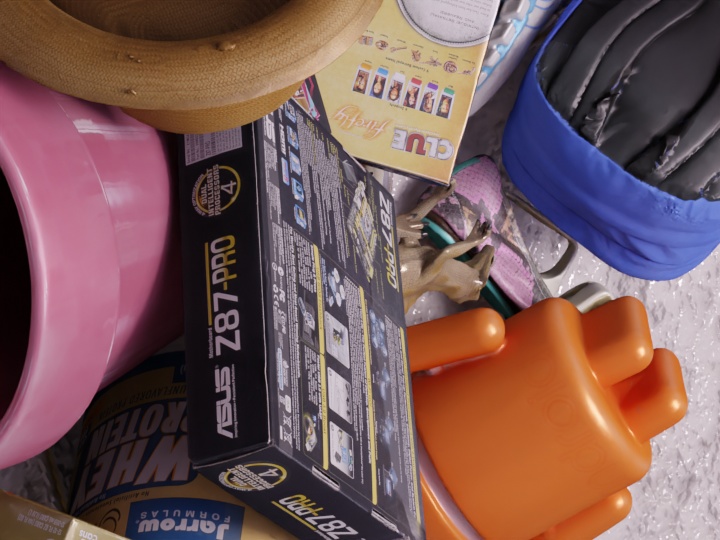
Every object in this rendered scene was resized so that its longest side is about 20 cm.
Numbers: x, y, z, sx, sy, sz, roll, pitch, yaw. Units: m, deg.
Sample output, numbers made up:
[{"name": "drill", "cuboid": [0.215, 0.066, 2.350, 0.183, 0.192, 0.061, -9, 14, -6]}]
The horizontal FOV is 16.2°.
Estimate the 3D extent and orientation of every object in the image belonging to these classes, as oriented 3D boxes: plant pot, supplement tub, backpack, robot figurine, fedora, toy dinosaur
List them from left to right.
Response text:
[{"name": "plant pot", "cuboid": [-0.163, -0.014, 1.183, 0.179, 0.199, 0.201, -15, 106, -54]}, {"name": "fedora", "cuboid": [-0.081, -0.122, 1.141, 0.201, 0.200, 0.082, -43, 148, -27]}, {"name": "supplement tub", "cuboid": [-0.077, 0.144, 1.246, 0.145, 0.144, 0.200, 46, 34, -35]}, {"name": "toy dinosaur", "cuboid": [0.000, 0.000, 1.344, 0.199, 0.058, 0.101, -6, 134, -26]}, {"name": "robot figurine", "cuboid": [0.081, 0.090, 1.408, 0.200, 0.117, 0.144, -30, 149, 14]}, {"name": "backpack", "cuboid": [0.181, -0.089, 1.447, 0.200, 0.162, 0.168, -48, 166, -33]}]

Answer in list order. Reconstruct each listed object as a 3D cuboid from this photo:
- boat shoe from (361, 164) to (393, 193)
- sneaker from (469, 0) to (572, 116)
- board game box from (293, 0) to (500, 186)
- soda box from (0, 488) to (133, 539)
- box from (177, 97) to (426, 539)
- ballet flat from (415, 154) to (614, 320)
[{"name": "boat shoe", "cuboid": [-0.034, -0.115, 1.339, 0.072, 0.076, 0.201, -20, 107, -33]}, {"name": "sneaker", "cuboid": [0.100, -0.165, 1.447, 0.087, 0.075, 0.201, 39, 72, -43]}, {"name": "board game box", "cuboid": [-0.033, -0.134, 1.289, 0.199, 0.035, 0.136, 16, 90, -7]}, {"name": "soda box", "cuboid": [-0.173, 0.133, 1.174, 0.068, 0.200, 0.064, 27, 80, -39]}, {"name": "box", "cuboid": [-0.027, 0.023, 1.195, 0.161, 0.049, 0.201, 39, 40, -53]}, {"name": "ballet flat", "cuboid": [0.105, 0.014, 1.476, 0.071, 0.069, 0.200, -40, 118, -9]}]
